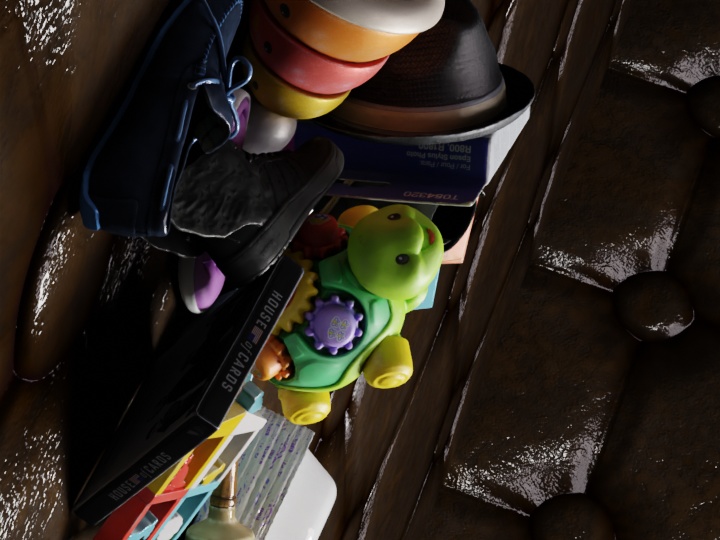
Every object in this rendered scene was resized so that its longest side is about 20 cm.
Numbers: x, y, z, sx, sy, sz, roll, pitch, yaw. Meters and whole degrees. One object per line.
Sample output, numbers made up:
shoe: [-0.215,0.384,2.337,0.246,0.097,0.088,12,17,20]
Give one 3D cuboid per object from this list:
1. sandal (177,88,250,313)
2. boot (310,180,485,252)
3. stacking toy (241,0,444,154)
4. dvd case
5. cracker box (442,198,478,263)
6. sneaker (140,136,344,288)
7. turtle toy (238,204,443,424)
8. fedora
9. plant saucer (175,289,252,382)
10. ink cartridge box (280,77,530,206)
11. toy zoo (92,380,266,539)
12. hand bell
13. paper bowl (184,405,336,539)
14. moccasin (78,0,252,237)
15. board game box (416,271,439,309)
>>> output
sandal: [-0.099,-0.041,1.530,0.083,0.049,0.204,-60,165,-46]
boot: [0.000,0.000,1.596,0.077,0.138,0.201,37,75,-36]
stacking toy: [-0.039,-0.159,1.505,0.201,0.146,0.146,-60,178,34]
dvd case: [-0.123,0.086,1.443,0.200,0.025,0.151,-39,-162,50]
cracker box: [0.048,-0.115,1.871,0.200,0.057,0.135,-119,-147,-51]
sneaker: [-0.086,-0.063,1.434,0.060,0.104,0.200,-31,-162,39]
turtle toy: [-0.019,0.016,1.504,0.101,0.199,0.147,25,47,-51]
fedora: [0.037,-0.170,1.584,0.201,0.199,0.092,-55,146,-57]
plant saucer: [-0.130,0.102,1.653,0.200,0.036,0.201,19,90,-79]
ink cartridge box: [0.019,-0.111,1.621,0.200,0.195,0.044,-54,146,-62]
toy zoo: [-0.138,0.162,1.533,0.200,0.020,0.131,-53,165,11]
hand bell: [-0.110,0.174,1.629,0.104,0.103,0.202,-30,124,-75]
paper bowl: [-0.091,0.226,1.786,0.202,0.104,0.201,-64,179,-2]
moccasin: [-0.112,-0.096,1.316,0.081,0.068,0.201,90,21,-60]
board game box: [0.023,-0.086,1.791,0.201,0.047,0.152,-116,-152,-47]
